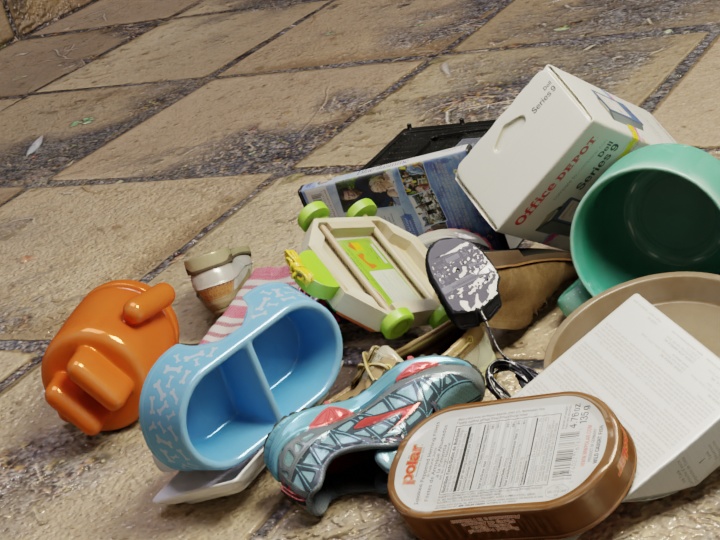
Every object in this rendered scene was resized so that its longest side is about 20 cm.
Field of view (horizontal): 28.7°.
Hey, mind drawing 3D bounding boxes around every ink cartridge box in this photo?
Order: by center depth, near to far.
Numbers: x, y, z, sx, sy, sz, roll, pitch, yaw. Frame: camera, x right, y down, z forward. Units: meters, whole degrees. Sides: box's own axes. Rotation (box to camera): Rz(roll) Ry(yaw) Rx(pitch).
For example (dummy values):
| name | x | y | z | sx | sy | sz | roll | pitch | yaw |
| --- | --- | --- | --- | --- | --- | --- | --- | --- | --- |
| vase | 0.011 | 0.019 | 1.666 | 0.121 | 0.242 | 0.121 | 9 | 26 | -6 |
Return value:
| name | x | y | z | sx | sy | sz | roll | pitch | yaw |
| --- | --- | --- | --- | --- | --- | --- | --- | --- | --- |
| ink cartridge box | 0.190 | 0.127 | 1.085 | 0.200 | 0.050 | 0.162 | -41 | 35 | -1 |
| ink cartridge box | 0.209 | -0.101 | 1.379 | 0.199 | 0.146 | 0.088 | 14 | 34 | -48 |

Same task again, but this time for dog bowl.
| name | x | y | z | sx | sy | sz | roll | pitch | yaw |
| --- | --- | --- | --- | --- | --- | --- | --- | --- | --- |
| dog bowl | -0.094 | 0.092 | 1.193 | 0.199 | 0.113 | 0.049 | -37 | 28 | -32 |

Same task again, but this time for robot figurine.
| name | x | y | z | sx | sy | sz | roll | pitch | yaw |
| --- | --- | --- | --- | --- | --- | --- | --- | --- | --- |
| robot figurine | -0.246 | 0.081 | 1.414 | 0.115 | 0.146 | 0.200 | 5 | 25 | 6 |

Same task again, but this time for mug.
| name | x | y | z | sx | sy | sz | roll | pitch | yaw |
| --- | --- | --- | --- | --- | --- | --- | --- | --- | --- |
| mug | 0.268 | -0.038 | 1.306 | 0.183 | 0.154 | 0.114 | -4 | 18 | 29 |

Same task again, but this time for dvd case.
| name | x | y | z | sx | sy | sz | roll | pitch | yaw |
| --- | --- | --- | --- | --- | --- | --- | --- | --- | --- |
| dvd case | 0.047 | -0.044 | 1.452 | 0.198 | 0.144 | 0.018 | -12 | 26 | 26 |

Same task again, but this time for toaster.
| name | x | y | z | sx | sy | sz | roll | pitch | yaw |
| --- | --- | --- | --- | --- | --- | --- | --- | --- | --- |
| toaster | 0.097 | -0.086 | 1.578 | 0.179 | 0.120 | 0.200 | -4 | 24 | 29 |

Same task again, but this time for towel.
| name | x | y | z | sx | sy | sz | roll | pitch | yaw |
| --- | --- | --- | --- | --- | --- | --- | --- | --- | --- |
| towel | -0.115 | 0.058 | 1.404 | 0.145 | 0.030 | 0.201 | -15 | 31 | 48 |

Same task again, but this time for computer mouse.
| name | x | y | z | sx | sy | sz | roll | pitch | yaw |
| --- | --- | --- | --- | --- | --- | --- | --- | --- | --- |
| computer mouse | 0.113 | 0.053 | 1.239 | 0.058 | 0.034 | 0.201 | -22 | 61 | -7 |

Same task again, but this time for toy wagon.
| name | x | y | z | sx | sy | sz | roll | pitch | yaw |
| --- | --- | --- | --- | --- | --- | --- | --- | --- | --- |
| toy wagon | 0.000 | 0.000 | 1.309 | 0.199 | 0.040 | 0.156 | -5 | 48 | -46 |

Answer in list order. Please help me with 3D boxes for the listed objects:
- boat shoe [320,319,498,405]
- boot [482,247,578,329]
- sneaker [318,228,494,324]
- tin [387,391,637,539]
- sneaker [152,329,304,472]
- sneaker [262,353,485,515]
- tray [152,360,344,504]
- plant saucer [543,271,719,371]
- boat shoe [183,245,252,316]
| name | x | y | z | sx | sy | sz | roll | pitch | yaw |
| --- | --- | --- | --- | --- | --- | --- | --- | --- | --- |
| boat shoe | 0.029 | 0.097 | 1.259 | 0.198 | 0.067 | 0.074 | -25 | 24 | -21 |
| boot | 0.159 | 0.015 | 1.367 | 0.073 | 0.077 | 0.199 | -2 | 2 | 43 |
| sneaker | 0.045 | 0.017 | 1.423 | 0.197 | 0.081 | 0.075 | -14 | 22 | 15 |
| tin | 0.109 | 0.147 | 1.060 | 0.198 | 0.042 | 0.113 | -12 | 38 | 32 |
| sneaker | -0.113 | 0.103 | 1.262 | 0.199 | 0.071 | 0.073 | -36 | 15 | -30 |
| sneaker | 0.024 | 0.145 | 1.169 | 0.198 | 0.080 | 0.096 | -25 | 40 | -10 |
| tray | -0.093 | 0.148 | 1.256 | 0.107 | 0.022 | 0.200 | -19 | 16 | 36 |
| plant saucer | 0.252 | 0.072 | 1.179 | 0.197 | 0.030 | 0.201 | -15 | 33 | 10 |
| boat shoe | -0.155 | 0.014 | 1.579 | 0.074 | 0.069 | 0.200 | -18 | 1 | 6 |
